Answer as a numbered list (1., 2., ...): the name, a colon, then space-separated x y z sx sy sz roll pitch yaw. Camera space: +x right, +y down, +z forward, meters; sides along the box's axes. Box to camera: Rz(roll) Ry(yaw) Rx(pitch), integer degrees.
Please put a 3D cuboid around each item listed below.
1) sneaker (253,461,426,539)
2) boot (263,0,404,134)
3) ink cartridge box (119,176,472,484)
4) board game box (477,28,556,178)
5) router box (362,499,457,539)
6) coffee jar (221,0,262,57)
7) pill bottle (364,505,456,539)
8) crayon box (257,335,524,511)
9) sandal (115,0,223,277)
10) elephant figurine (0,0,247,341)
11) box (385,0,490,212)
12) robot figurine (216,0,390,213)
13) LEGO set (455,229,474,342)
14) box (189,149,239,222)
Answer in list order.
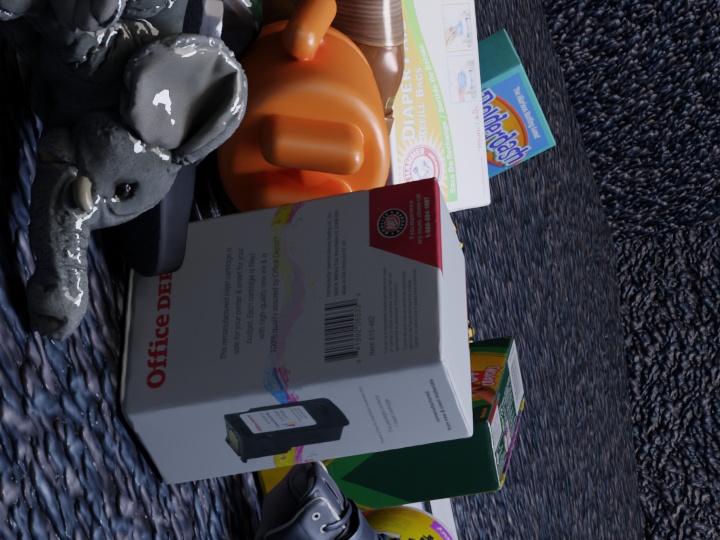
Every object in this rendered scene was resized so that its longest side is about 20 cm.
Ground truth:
1. sneaker: 0.023 0.187 1.443 0.077 0.201 0.147 -108 179 -71
2. boot: -0.053 -0.159 1.548 0.077 0.198 0.157 -30 129 -55
3. ink cartridge box: -0.038 0.037 1.301 0.083 0.198 0.147 67 17 -48
4. board game box: 0.063 -0.117 1.874 0.045 0.199 0.152 66 6 29
5. router box: 0.035 0.204 1.814 0.200 0.048 0.181 -15 94 -78
6. coffee jar: -0.114 -0.235 1.442 0.104 0.085 0.201 41 33 -33
7. pill bottle: 0.023 0.238 1.605 0.200 0.103 0.105 -30 108 -77
8. crayon box: 0.026 0.114 1.572 0.200 0.171 0.059 -60 139 -72
9. sandal: -0.109 -0.090 1.257 0.076 0.043 0.201 48 -42 36
10. elephant figurine: -0.135 -0.094 1.149 0.142 0.154 0.201 -98 169 -66
11. box: 0.020 -0.141 1.606 0.101 0.112 0.202 -10 98 -41
12. robot figurine: -0.039 -0.098 1.413 0.144 0.116 0.200 58 9 -25
13. LEGO set: 0.043 0.003 1.779 0.153 0.115 0.202 -6 92 -47
14. box: -0.107 -0.073 1.470 0.200 0.036 0.144 -78 153 -64
